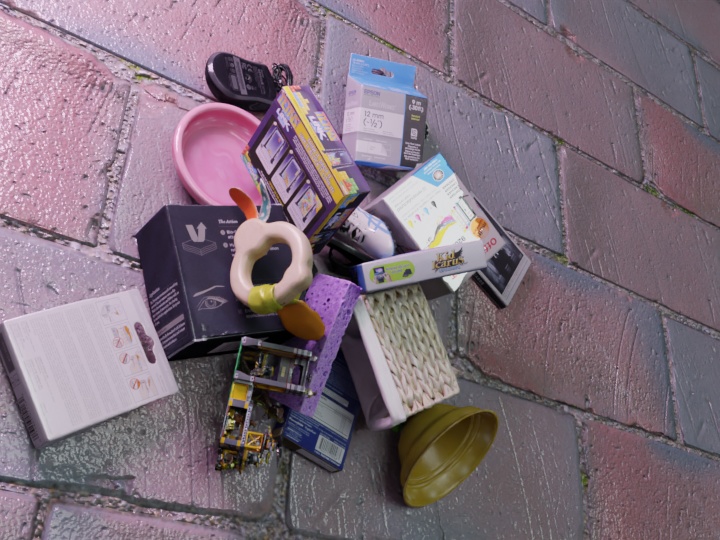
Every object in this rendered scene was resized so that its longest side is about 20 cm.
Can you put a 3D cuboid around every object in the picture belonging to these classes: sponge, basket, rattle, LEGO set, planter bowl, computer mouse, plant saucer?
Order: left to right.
[{"bbox_3d":[-0.213,-0.168,1.348,0.200,0.051,0.202,17,60,-31],"label":"plant saucer"},{"bbox_3d":[-0.192,-0.306,1.435,0.199,0.053,0.139,9,65,-48],"label":"computer mouse"},{"bbox_3d":[-0.124,0.189,1.164,0.115,0.154,0.201,12,58,-5],"label":"LEGO set"},{"bbox_3d":[-0.111,-0.019,1.190,0.142,0.130,0.200,20,31,-44],"label":"rattle"},{"bbox_3d":[-0.069,0.105,1.240,0.030,0.111,0.201,27,81,-31],"label":"sponge"},{"bbox_3d":[0.052,0.130,1.295,0.123,0.136,0.201,-16,81,-18],"label":"basket"},{"bbox_3d":[0.122,0.276,1.353,0.200,0.201,0.083,-9,39,-41],"label":"planter bowl"}]

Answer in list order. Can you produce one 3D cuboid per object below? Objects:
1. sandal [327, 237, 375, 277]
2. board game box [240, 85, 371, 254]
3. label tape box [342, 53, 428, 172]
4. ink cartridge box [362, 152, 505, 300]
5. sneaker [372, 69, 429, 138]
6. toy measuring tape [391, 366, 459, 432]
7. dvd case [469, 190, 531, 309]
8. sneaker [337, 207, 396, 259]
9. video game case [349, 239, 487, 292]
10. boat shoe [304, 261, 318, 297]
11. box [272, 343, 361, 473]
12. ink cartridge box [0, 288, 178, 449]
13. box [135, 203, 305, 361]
[{"bbox_3d":[0.001,0.000,1.430,0.200,0.075,0.048,33,79,-24],"label":"sandal"},{"bbox_3d":[-0.088,-0.148,1.268,0.056,0.165,0.201,-13,67,-42],"label":"board game box"},{"bbox_3d":[0.047,-0.289,1.543,0.142,0.066,0.202,5,93,-28],"label":"label tape box"},{"bbox_3d":[0.121,-0.070,1.479,0.147,0.145,0.200,-39,96,-21],"label":"ink cartridge box"},{"bbox_3d":[0.059,-0.331,1.643,0.200,0.077,0.080,45,29,-19],"label":"sneaker"},{"bbox_3d":[0.103,0.197,1.407,0.200,0.073,0.074,-33,91,-38],"label":"toy measuring tape"},{"bbox_3d":[0.249,-0.043,1.676,0.200,0.025,0.150,48,48,-11],"label":"dvd case"},{"bbox_3d":[-0.022,-0.081,1.416,0.200,0.072,0.072,42,43,21],"label":"sneaker"},{"bbox_3d":[0.081,-0.006,1.288,0.180,0.200,0.046,-11,90,-6],"label":"video game case"},{"bbox_3d":[-0.105,0.002,1.339,0.063,0.074,0.203,3,74,-36],"label":"boat shoe"},{"bbox_3d":[-0.054,0.197,1.312,0.121,0.032,0.201,36,52,-22],"label":"box"},{"bbox_3d":[-0.356,0.122,1.105,0.199,0.047,0.161,-17,80,-48],"label":"ink cartridge box"},{"bbox_3d":[-0.199,0.015,1.225,0.196,0.117,0.201,-3,72,-40],"label":"box"}]
